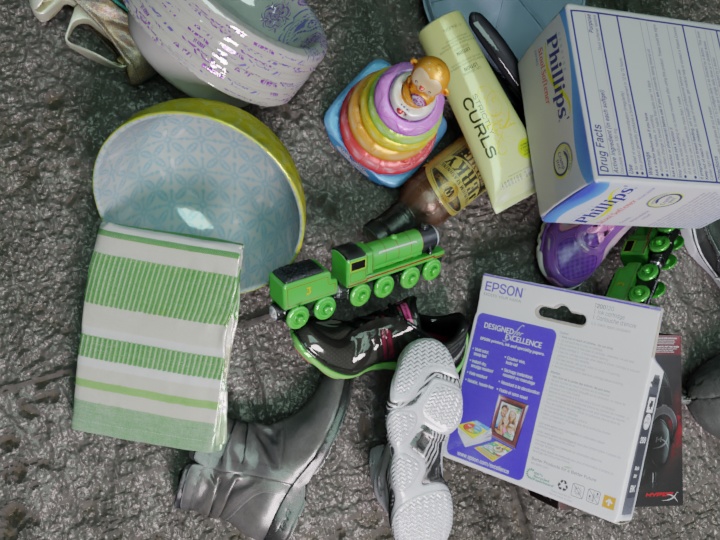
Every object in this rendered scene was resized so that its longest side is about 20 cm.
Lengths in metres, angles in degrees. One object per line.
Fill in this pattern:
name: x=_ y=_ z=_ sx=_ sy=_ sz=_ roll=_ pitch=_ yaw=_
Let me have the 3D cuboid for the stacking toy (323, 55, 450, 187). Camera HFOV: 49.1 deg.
stacking toy: x=0.044 y=-0.161 z=0.766 sx=0.116 sy=0.200 sz=0.110 roll=42 pitch=78 yaw=-7

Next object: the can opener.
can opener: x=0.169 y=-0.194 z=0.860 sx=0.200 sy=0.063 sz=0.079 roll=40 pitch=38 yaw=-16

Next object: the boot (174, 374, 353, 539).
boot: x=-0.095 y=0.162 z=0.782 sx=0.130 sy=0.070 sz=0.202 roll=26 pitch=75 yaw=-3

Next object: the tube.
tube: x=0.126 y=-0.165 z=0.805 sx=0.058 sy=0.052 sz=0.202 roll=-27 pitch=89 yaw=31

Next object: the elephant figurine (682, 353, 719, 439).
elephant figurine: x=0.457 y=0.138 z=0.836 sx=0.155 sy=0.200 sz=0.142 roll=-37 pitch=94 yaw=-12

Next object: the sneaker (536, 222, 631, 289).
sneaker: x=0.273 y=-0.067 z=0.868 sx=0.080 sy=0.088 sz=0.201 roll=41 pitch=80 yaw=-8

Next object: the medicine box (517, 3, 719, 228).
medicine box: x=0.275 y=-0.147 z=0.782 sx=0.197 sy=0.103 sz=0.185 roll=1 pitch=72 yaw=-16

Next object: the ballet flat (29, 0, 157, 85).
ballet flat: x=-0.278 y=-0.259 z=0.770 sx=0.200 sy=0.068 sz=0.067 roll=41 pitch=82 yaw=-6

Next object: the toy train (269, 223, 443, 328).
toy train: x=0.000 y=0.000 z=0.757 sx=0.198 sy=0.042 sz=0.057 roll=-19 pitch=125 yaw=-31

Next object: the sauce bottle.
sauce bottle: x=0.090 y=-0.089 z=0.841 sx=0.199 sy=0.065 sz=0.065 roll=-40 pitch=95 yaw=-12

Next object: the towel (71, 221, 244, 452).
towel: x=-0.188 y=0.063 z=0.738 sx=0.150 sy=0.023 sz=0.203 roll=9 pitch=99 yaw=4

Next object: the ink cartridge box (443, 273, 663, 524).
ink cartridge box: x=0.192 y=0.118 z=0.786 sx=0.043 sy=0.196 sz=0.203 roll=13 pitch=90 yaw=-51

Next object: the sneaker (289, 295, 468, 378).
sneaker: x=0.022 y=0.060 z=0.791 sx=0.198 sy=0.077 sz=0.085 roll=4 pitch=122 yaw=-27

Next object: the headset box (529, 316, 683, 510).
headset box: x=0.265 y=0.148 z=0.856 sx=0.147 sy=0.077 sz=0.203 roll=3 pitch=87 yaw=-12

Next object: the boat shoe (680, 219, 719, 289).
boat shoe: x=0.442 y=-0.004 z=0.911 sx=0.073 sy=0.068 sz=0.201 roll=-26 pitch=92 yaw=-13

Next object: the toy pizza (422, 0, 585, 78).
toy pizza: x=0.160 y=-0.316 z=0.885 sx=0.197 sy=0.032 sz=0.203 roll=-1 pitch=93 yaw=-12

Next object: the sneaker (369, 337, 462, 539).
sneaker: x=0.048 y=0.166 z=0.784 sx=0.074 sy=0.115 sz=0.203 roll=2 pitch=89 yaw=-12

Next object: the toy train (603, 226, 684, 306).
toy train: x=0.321 y=-0.027 z=0.872 sx=0.042 sy=0.056 sz=0.201 roll=53 pitch=55 yaw=-34

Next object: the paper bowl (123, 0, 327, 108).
paper bowl: x=-0.137 y=-0.235 z=0.746 sx=0.200 sy=0.201 sz=0.104 roll=43 pitch=118 yaw=-7

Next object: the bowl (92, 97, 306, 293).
bowl: x=-0.140 y=-0.086 z=0.755 sx=0.198 sy=0.201 sz=0.108 roll=26 pitch=38 yaw=-9
